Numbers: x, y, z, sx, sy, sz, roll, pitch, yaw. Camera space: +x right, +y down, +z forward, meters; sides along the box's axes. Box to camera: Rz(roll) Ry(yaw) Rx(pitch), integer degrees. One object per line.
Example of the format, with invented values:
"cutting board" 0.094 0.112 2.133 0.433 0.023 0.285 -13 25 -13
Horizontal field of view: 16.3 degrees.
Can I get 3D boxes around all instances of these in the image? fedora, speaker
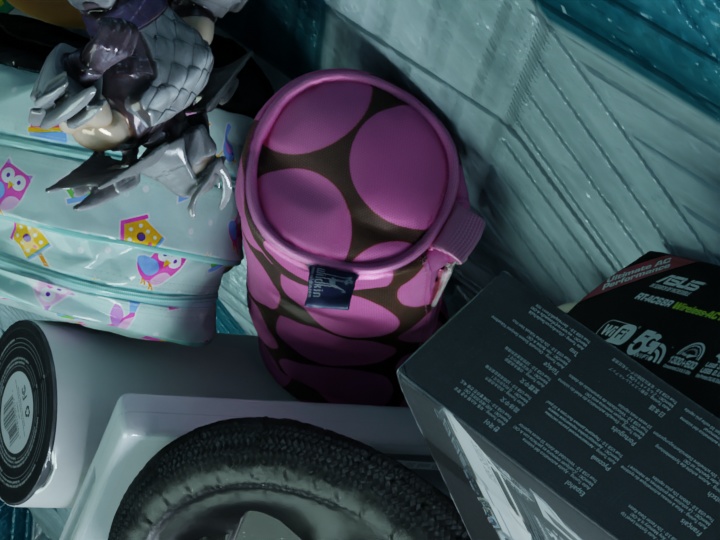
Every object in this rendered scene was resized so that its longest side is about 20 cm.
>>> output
"fedora" 0.000 0.138 0.971 0.201 0.201 0.092 45 -150 13
"speaker" -0.058 0.067 1.098 0.200 0.081 0.081 4 -169 -30

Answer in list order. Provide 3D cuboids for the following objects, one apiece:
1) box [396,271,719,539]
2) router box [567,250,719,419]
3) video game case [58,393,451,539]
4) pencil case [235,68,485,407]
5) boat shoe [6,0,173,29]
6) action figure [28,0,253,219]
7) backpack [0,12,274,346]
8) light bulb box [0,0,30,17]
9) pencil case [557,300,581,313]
"box" 0.110 0.106 0.724 0.200 0.050 0.158 36 162 36
"router box" 0.156 0.092 0.783 0.200 0.062 0.150 54 166 -21
"video game case" -0.025 0.112 1.066 0.182 0.200 0.023 118 150 -51
"pencil case" 0.000 0.000 0.986 0.094 0.091 0.200 20 164 7
"boat shoe" -0.133 -0.149 1.030 0.200 0.070 0.070 32 -163 37
"action figure" -0.089 -0.107 0.889 0.069 0.130 0.200 -13 112 24
"backpack" -0.119 -0.042 1.041 0.200 0.167 0.127 15 100 56
"light bulb box" -0.247 -0.137 1.223 0.200 0.125 0.198 50 177 -3
"pencil case" 0.104 0.095 0.931 0.200 0.089 0.078 64 -172 -47
